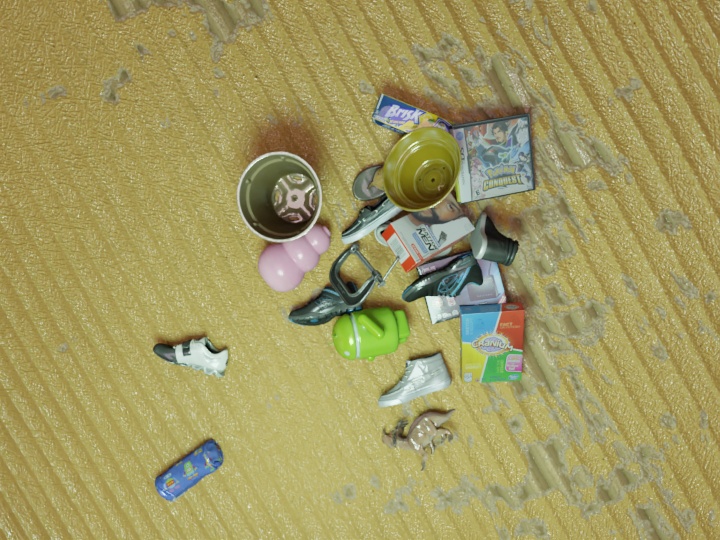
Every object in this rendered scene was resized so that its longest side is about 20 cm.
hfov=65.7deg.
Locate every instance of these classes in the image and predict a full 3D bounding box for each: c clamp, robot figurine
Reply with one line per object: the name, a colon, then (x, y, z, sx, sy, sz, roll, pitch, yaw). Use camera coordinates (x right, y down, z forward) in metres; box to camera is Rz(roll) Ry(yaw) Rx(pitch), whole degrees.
c clamp: (0.000, 0.000, 1.362, 0.027, 0.200, 0.172, 26, 101, -41)
robot figurine: (0.020, 0.155, 1.380, 0.197, 0.176, 0.117, -9, 66, -12)

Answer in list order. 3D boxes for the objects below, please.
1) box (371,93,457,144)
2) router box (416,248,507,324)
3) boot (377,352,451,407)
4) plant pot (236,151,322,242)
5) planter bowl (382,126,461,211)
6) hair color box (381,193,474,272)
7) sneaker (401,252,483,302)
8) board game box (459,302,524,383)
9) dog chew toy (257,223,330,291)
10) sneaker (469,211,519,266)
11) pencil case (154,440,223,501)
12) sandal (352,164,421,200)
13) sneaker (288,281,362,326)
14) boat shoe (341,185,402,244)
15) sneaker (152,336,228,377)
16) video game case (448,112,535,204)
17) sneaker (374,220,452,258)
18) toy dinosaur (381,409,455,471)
box: (0.129, -0.355, 1.347, 0.198, 0.070, 0.065, 22, 95, 3)
router box: (0.250, 0.033, 1.383, 0.197, 0.062, 0.152, -16, 94, 7)
boot: (0.127, 0.275, 1.427, 0.197, 0.074, 0.097, -19, 89, -1)
plant pot: (-0.175, -0.176, 1.341, 0.197, 0.184, 0.204, 1, 97, 5)
planter bowl: (0.156, -0.223, 1.301, 0.198, 0.083, 0.203, -9, 73, 30)
hair color box: (0.161, -0.092, 1.316, 0.199, 0.064, 0.112, -29, 81, -31)
sneaker: (0.193, 0.035, 1.313, 0.198, 0.073, 0.083, -26, 93, 9)
board game box: (0.320, 0.180, 1.370, 0.151, 0.040, 0.203, -4, 115, 3)
dog chew toy: (-0.158, -0.039, 1.392, 0.199, 0.125, 0.125, -38, 92, 0)
sneaker: (0.315, -0.069, 1.305, 0.098, 0.201, 0.071, 19, 119, -3)
pencil case: (-0.462, 0.545, 1.507, 0.199, 0.078, 0.087, -37, 63, 9)
sandal: (0.074, -0.224, 1.375, 0.197, 0.055, 0.083, -8, 96, 7)
sneaker: (-0.092, 0.088, 1.432, 0.197, 0.073, 0.083, -14, 69, 9)
boat shoe: (0.029, -0.138, 1.375, 0.199, 0.069, 0.057, -32, 106, 13)
sneaker: (-0.443, 0.209, 1.473, 0.197, 0.074, 0.090, 17, 98, -6)
video game case: (0.315, -0.266, 1.325, 0.197, 0.026, 0.183, -11, 102, -9)
sneaker: (0.128, -0.070, 1.369, 0.197, 0.092, 0.077, 11, 98, 4)
toy dinosaur: (0.152, 0.411, 1.431, 0.136, 0.086, 0.200, 44, 93, 6)
